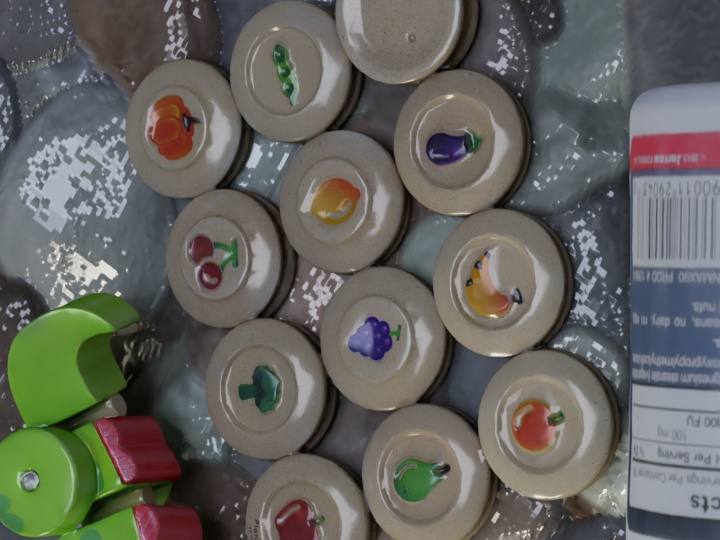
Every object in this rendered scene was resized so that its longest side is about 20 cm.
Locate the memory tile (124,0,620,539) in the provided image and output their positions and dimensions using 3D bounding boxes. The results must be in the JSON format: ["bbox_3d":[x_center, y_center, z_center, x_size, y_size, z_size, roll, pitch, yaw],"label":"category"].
[{"bbox_3d":[0.000,0.000,0.940,0.153,0.017,0.201,-24,78,27],"label":"memory tile"}]

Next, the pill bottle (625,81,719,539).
[{"bbox_3d":[0.137,0.047,0.803,0.119,0.119,0.202,1,91,29],"label":"pill bottle"}]

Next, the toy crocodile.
[{"bbox_3d":[-0.078,0.107,0.954,0.061,0.067,0.201,-22,79,27],"label":"toy crocodile"}]
